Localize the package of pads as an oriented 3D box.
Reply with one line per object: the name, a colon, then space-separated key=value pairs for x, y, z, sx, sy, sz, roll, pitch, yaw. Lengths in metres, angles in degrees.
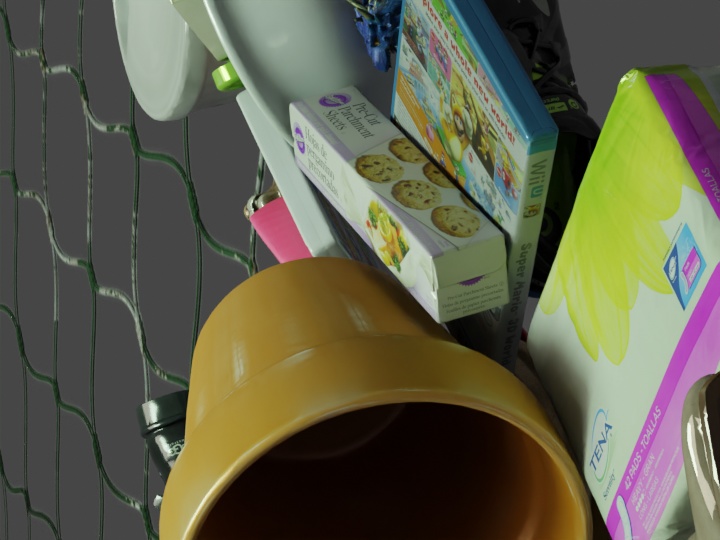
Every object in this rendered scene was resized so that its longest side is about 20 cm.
package of pads: x=0.142 y=0.024 z=1.067 sx=0.200 sy=0.068 sz=0.155 roll=106 pitch=151 yaw=-46

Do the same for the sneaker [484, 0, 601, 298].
sneaker: x=0.087 y=-0.086 z=1.201 sx=0.083 sy=0.071 sz=0.200 roll=169 pitch=89 yaw=-68

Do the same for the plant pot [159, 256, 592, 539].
plant pot: x=-0.008 y=0.093 z=1.191 sx=0.183 sy=0.200 sz=0.200 roll=-113 pitch=25 yaw=-56

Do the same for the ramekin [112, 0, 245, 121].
ramekin: x=-0.105 y=-0.206 z=1.669 sx=0.202 sy=0.094 sz=0.203 roll=173 pitch=90 yaw=-71

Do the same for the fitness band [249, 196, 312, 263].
fitness band: x=-0.007 y=0.042 z=1.417 sx=0.200 sy=0.037 sz=0.144 roll=59 pitch=-178 yaw=-43

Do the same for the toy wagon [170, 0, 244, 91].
toy wagon: x=-0.085 y=-0.178 z=1.366 sx=0.155 sy=0.040 sz=0.200 roll=68 pitch=-159 yaw=4

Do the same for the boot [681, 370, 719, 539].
boot: x=0.145 y=0.141 z=1.019 sx=0.146 sy=0.070 sz=0.200 roll=-16 pitch=102 yaw=55

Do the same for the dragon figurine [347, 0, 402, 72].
dragon figurine: x=0.044 y=-0.193 z=1.235 sx=0.059 sy=0.099 sz=0.200 roll=-124 pitch=34 yaw=-53

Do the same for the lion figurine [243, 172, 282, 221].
lion figurine: x=-0.030 y=-0.122 z=1.541 sx=0.122 sy=0.072 sz=0.200 roll=109 pitch=165 yaw=-76

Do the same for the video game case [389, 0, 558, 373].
video game case: x=0.050 y=-0.050 z=1.198 sx=0.200 sy=0.018 sz=0.143 roll=95 pitch=155 yaw=-51

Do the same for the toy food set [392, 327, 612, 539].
toy food set: x=0.054 y=0.123 z=1.278 sx=0.200 sy=0.049 sz=0.198 roll=-33 pitch=54 yaw=36

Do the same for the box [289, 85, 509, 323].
box: x=0.017 y=-0.036 z=1.217 sx=0.200 sy=0.041 sz=0.039 roll=-129 pitch=28 yaw=-57

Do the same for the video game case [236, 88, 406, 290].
video game case: x=0.000 y=0.000 z=1.380 sx=0.200 sy=0.018 sz=0.143 roll=54 pitch=-173 yaw=-44

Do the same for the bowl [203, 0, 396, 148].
bowl: x=-0.010 y=-0.163 z=1.354 sx=0.201 sy=0.090 sz=0.201 roll=50 pitch=-154 yaw=-36

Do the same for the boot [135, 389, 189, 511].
boot: x=-0.092 y=0.173 z=1.689 sx=0.198 sy=0.073 sz=0.163 roll=29 pitch=-136 yaw=-72
